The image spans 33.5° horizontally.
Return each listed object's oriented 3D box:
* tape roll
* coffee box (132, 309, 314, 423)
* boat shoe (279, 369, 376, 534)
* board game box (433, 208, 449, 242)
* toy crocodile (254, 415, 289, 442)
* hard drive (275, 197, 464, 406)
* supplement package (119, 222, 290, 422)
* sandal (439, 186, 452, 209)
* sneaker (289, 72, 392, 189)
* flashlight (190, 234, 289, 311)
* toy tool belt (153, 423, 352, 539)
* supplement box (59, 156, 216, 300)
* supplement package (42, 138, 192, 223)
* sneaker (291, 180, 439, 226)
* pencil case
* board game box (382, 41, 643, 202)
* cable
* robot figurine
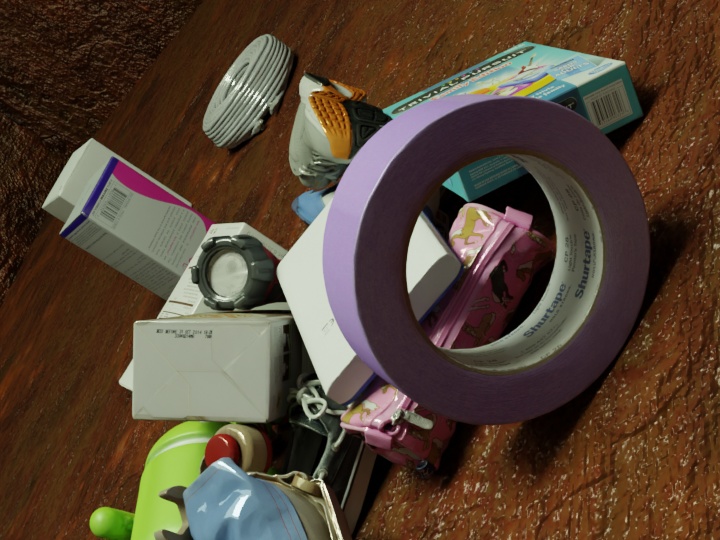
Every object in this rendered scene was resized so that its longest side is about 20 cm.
[{"bbox_3d":[0.079,-0.009,0.750,0.201,0.200,0.066,-57,20,-3],"label":"tape roll"},{"bbox_3d":[-0.100,0.076,1.001,0.200,0.113,0.080,-2,-88,-77],"label":"coffee box"},{"bbox_3d":[-0.025,0.112,0.927,0.073,0.068,0.201,12,84,54],"label":"boat shoe"},{"bbox_3d":[0.023,0.042,1.037,0.126,0.035,0.201,-43,24,33],"label":"board game box"},{"bbox_3d":[-0.085,0.120,1.147,0.201,0.062,0.067,-59,22,-19],"label":"toy crocodile"},{"bbox_3d":[0.000,0.000,0.913,0.132,0.025,0.200,-50,27,11],"label":"hard drive"},{"bbox_3d":[-0.140,0.066,1.247,0.201,0.121,0.120,-61,21,-11],"label":"supplement package"},{"bbox_3d":[0.020,-0.055,1.159,0.200,0.054,0.081,-41,26,39],"label":"sandal"},{"bbox_3d":[-0.024,-0.107,1.034,0.200,0.075,0.093,-104,30,-72],"label":"sneaker"},{"bbox_3d":[-0.079,0.002,1.084,0.067,0.068,0.200,-7,-1,20],"label":"flashlight"},{"bbox_3d":[-0.080,0.185,0.831,0.125,0.123,0.200,-48,57,21],"label":"toy tool belt"},{"bbox_3d":[-0.297,-0.050,1.662,0.103,0.199,0.102,-28,34,54],"label":"supplement box"},{"bbox_3d":[-0.404,-0.107,1.983,0.117,0.199,0.118,-13,47,61],"label":"supplement package"},{"bbox_3d":[0.007,-0.054,1.069,0.083,0.074,0.200,-60,30,-8],"label":"sneaker"},{"bbox_3d":[0.065,0.047,0.872,0.086,0.083,0.201,16,73,55],"label":"pencil case"},{"bbox_3d":[0.113,-0.127,0.969,0.150,0.047,0.200,-26,20,-7],"label":"board game box"},{"bbox_3d":[-0.186,-0.289,1.947,0.200,0.069,0.201,-32,32,48],"label":"cable"},{"bbox_3d":[-0.133,0.212,1.018,0.174,0.116,0.201,-18,37,14],"label":"robot figurine"}]
